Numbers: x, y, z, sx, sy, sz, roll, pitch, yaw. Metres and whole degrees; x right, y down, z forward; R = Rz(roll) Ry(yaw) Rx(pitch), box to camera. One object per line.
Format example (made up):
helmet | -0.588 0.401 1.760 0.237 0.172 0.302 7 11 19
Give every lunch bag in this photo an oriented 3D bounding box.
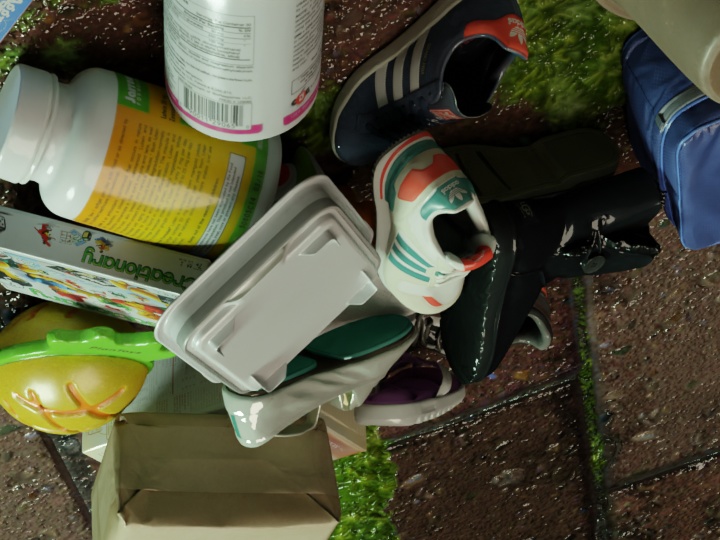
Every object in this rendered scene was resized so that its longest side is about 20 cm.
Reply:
lunch bag | 0.300 -0.108 1.769 0.135 0.133 0.201 -21 144 0

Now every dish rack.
dish rack | -0.058 0.022 1.597 0.171 0.044 0.200 -43 159 0

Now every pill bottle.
pill bottle | -0.080 -0.194 1.479 0.112 0.114 0.201 -11 144 -13
pill bottle | -0.167 -0.082 1.568 0.198 0.112 0.111 17 132 -21

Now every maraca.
maraca | -0.228 0.073 1.737 0.136 0.108 0.199 3 165 -32

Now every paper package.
paper package | -0.128 0.203 1.819 0.189 0.104 0.200 2 153 -14

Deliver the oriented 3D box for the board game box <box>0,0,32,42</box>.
board game box | -0.316 -0.150 1.499 0.102 0.020 0.200 17 130 -39

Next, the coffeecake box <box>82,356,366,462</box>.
coffeecake box | -0.117 0.126 1.872 0.199 0.074 0.153 -18 148 27

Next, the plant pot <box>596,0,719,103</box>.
plant pot | 0.270 -0.218 1.574 0.198 0.176 0.201 -15 145 -10

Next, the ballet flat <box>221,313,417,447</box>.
ballet flat | -0.033 0.092 1.759 0.199 0.070 0.070 -21 152 -40

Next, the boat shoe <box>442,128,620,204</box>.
boat shoe | 0.120 -0.062 1.788 0.198 0.075 0.069 -9 138 -18

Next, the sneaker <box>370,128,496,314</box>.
sneaker | 0.062 -0.015 1.670 0.070 0.093 0.201 -31 144 -17

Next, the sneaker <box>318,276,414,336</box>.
sneaker | 0.000 0.000 1.814 0.199 0.076 0.088 -30 139 16

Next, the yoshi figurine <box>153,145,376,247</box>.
yoshi figurine | -0.086 -0.026 1.707 0.198 0.113 0.113 6 143 -29

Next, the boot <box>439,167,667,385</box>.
boot | 0.161 0.007 1.784 0.167 0.077 0.201 -11 139 -21

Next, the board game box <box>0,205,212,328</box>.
board game box | -0.194 0.004 1.632 0.198 0.035 0.126 14 164 14

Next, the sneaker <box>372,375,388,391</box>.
sneaker | -0.047 0.151 1.975 0.199 0.089 0.074 -36 141 18

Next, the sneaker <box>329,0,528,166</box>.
sneaker | 0.052 -0.134 1.650 0.075 0.085 0.200 15 132 -39

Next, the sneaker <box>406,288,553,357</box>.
sneaker | 0.085 0.045 1.903 0.198 0.082 0.077 -6 142 -20

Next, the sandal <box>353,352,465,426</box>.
sandal | 0.046 0.097 1.887 0.082 0.050 0.203 2 -172 11
